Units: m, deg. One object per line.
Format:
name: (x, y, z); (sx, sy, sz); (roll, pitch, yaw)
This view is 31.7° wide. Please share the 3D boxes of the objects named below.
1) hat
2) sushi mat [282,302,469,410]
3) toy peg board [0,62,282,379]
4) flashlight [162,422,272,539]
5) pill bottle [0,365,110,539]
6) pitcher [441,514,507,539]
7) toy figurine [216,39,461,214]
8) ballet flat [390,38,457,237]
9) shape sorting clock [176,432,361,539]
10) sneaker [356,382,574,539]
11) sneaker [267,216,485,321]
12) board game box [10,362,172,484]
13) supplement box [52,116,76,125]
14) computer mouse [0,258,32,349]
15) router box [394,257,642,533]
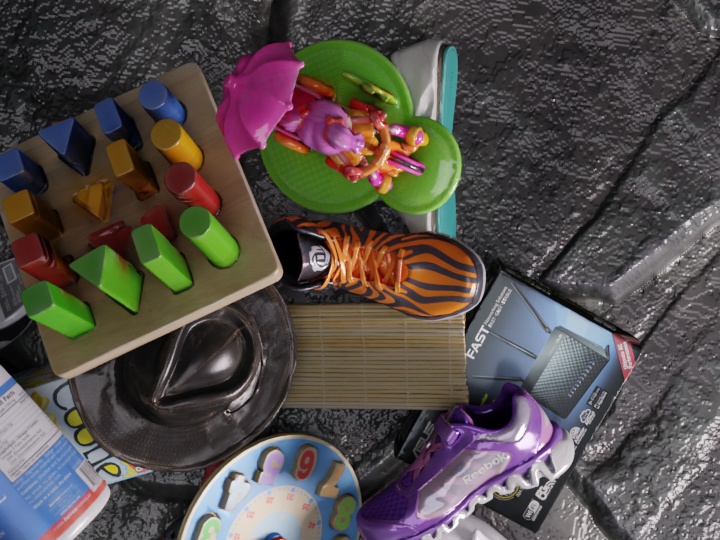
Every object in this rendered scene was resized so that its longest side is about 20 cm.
hat: (-0.138, 0.079, 1.047); (0.198, 0.081, 0.204); (-2, 95, -19)
sushi mat: (0.002, 0.077, 1.133); (0.197, 0.012, 0.097); (-2, 99, 22)
toy peg board: (-0.193, -0.053, 0.992); (0.198, 0.098, 0.201); (-24, 72, 3)
flashlight: (-0.136, 0.192, 1.155); (0.067, 0.068, 0.203); (7, 102, -37)
pill bottle: (-0.306, 0.145, 1.026); (0.112, 0.112, 0.200); (-40, 96, 6)
pitcher: (0.114, 0.273, 1.138); (0.198, 0.122, 0.172); (23, 129, -7)
toy figurine: (-0.032, -0.113, 1.019); (0.199, 0.184, 0.152); (28, 100, 18)
ballet flat: (0.051, -0.101, 1.120); (0.068, 0.069, 0.203); (0, 96, 0)
shape sorting clock: (-0.078, 0.244, 1.139); (0.198, 0.039, 0.203); (-15, 116, -32)
sneaker: (0.079, 0.161, 1.080); (0.198, 0.081, 0.089); (-29, 114, 0)
sneaker: (0.000, 0.000, 1.062); (0.198, 0.111, 0.079); (9, 97, 35)
board game box: (-0.270, 0.139, 1.134); (0.198, 0.105, 0.104); (-17, 99, 2)
supplement box: (-0.185, -0.043, 1.117); (0.124, 0.074, 0.203); (-10, 100, 1)
computer mouse: (-0.361, 0.063, 1.138); (0.199, 0.110, 0.044); (-31, 142, 0)
router box: (0.140, 0.113, 1.151); (0.149, 0.062, 0.202); (28, 99, -3)
